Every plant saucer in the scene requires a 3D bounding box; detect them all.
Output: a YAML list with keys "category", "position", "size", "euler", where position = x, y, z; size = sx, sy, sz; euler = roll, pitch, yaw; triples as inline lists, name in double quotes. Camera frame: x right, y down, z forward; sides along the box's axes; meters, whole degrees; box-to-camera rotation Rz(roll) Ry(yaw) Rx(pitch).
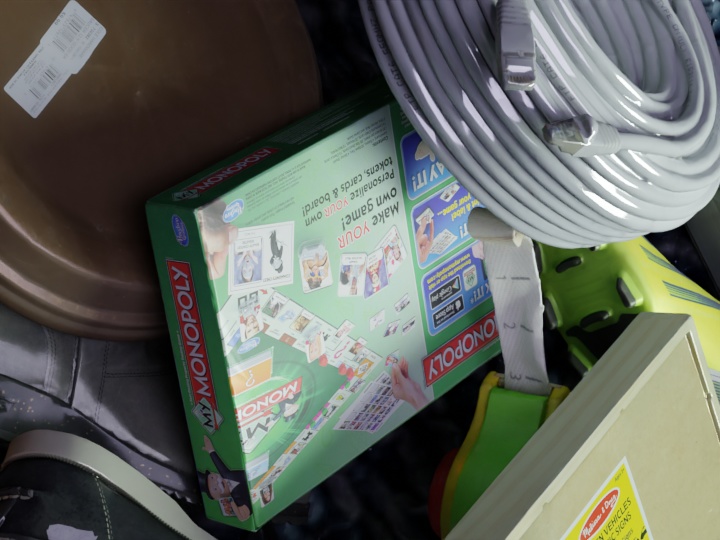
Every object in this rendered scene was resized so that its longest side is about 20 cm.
- category: "plant saucer"
  position: [-0.093, -0.073, 0.800]
  size: [0.200, 0.029, 0.201]
  euler: [8, 76, -33]

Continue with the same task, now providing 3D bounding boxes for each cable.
- category: "cable"
  position: [0.079, -0.103, 0.840]
  size: [0.200, 0.069, 0.200]
  euler: [22, 47, -47]

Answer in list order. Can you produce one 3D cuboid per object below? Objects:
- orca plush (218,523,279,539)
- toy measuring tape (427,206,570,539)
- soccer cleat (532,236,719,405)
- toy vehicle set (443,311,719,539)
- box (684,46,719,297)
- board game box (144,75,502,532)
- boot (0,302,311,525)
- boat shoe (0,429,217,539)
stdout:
- category: "orca plush"
  position: [-0.102, 0.164, 0.827]
  size: [0.199, 0.071, 0.106]
  euler: [-7, 99, -27]
- category: "toy measuring tape"
  position: [0.059, 0.072, 0.857]
  size: [0.073, 0.074, 0.200]
  euler: [-27, 128, -22]
- category: "soccer cleat"
  position: [0.154, 0.037, 0.942]
  size: [0.200, 0.065, 0.084]
  euler: [50, 51, -2]
- category: "toy vehicle set"
  position: [0.097, 0.122, 0.839]
  size: [0.200, 0.026, 0.125]
  euler: [-43, 123, -41]
- category: "box"
  position: [0.218, -0.004, 0.950]
  size: [0.060, 0.117, 0.200]
  euler: [-37, 111, -19]
- category: "board game box"
  position: [0.000, 0.000, 0.835]
  size: [0.200, 0.029, 0.135]
  euler: [-32, 121, -45]
- category: "boot"
  position: [-0.087, 0.021, 0.827]
  size: [0.200, 0.068, 0.131]
  euler: [24, 78, -29]
- category: "boat shoe"
  position: [-0.063, 0.142, 0.779]
  size: [0.200, 0.072, 0.068]
  euler: [36, 48, -16]
